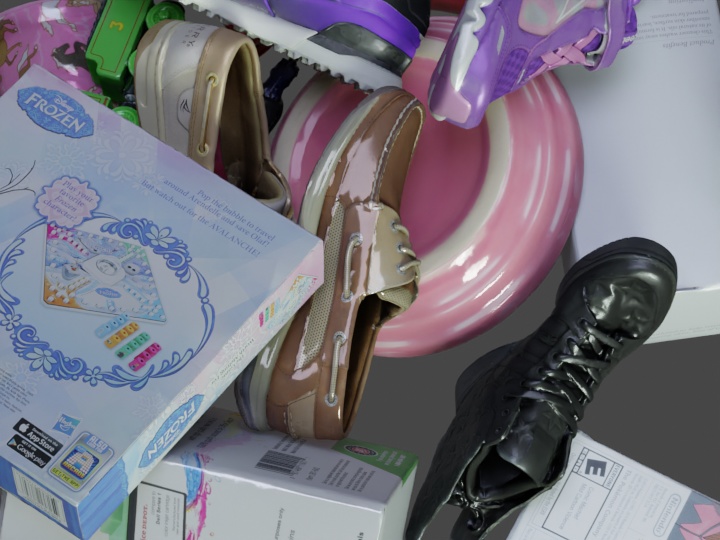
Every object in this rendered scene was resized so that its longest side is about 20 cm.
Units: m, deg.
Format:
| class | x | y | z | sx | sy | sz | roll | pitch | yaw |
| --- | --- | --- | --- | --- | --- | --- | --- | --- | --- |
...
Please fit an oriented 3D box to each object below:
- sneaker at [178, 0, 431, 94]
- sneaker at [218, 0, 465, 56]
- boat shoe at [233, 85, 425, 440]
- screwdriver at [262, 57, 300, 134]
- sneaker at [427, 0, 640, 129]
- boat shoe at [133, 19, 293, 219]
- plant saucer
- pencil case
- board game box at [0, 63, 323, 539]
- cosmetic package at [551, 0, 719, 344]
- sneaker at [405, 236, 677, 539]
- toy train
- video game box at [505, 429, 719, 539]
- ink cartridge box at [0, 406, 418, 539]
| class | x | y | z | sx | sy | sz | roll | pitch | yaw |
| --- | --- | --- | --- | --- | --- | --- | --- | --- | --- |
| sneaker | -0.048 | -0.178 | 1.525 | 0.199 | 0.070 | 0.100 | 27 | 93 | -6 |
| sneaker | -0.018 | -0.169 | 1.622 | 0.116 | 0.199 | 0.078 | -55 | 31 | 18 |
| boat shoe | 0.000 | 0.000 | 1.484 | 0.071 | 0.076 | 0.201 | 18 | 83 | 19 |
| screwdriver | -0.028 | -0.131 | 1.584 | 0.200 | 0.029 | 0.028 | -49 | 52 | 20 |
| sneaker | 0.105 | -0.139 | 1.512 | 0.088 | 0.081 | 0.200 | 33 | 45 | 3 |
| boat shoe | -0.074 | -0.040 | 1.526 | 0.069 | 0.201 | 0.074 | 3 | 26 | 32 |
| plant saucer | 0.026 | -0.054 | 1.555 | 0.199 | 0.051 | 0.202 | -9 | 70 | 24 |
| pencil case | -0.166 | -0.058 | 1.586 | 0.086 | 0.083 | 0.201 | -7 | 68 | -8 |
| board game box | -0.156 | 0.012 | 1.422 | 0.199 | 0.043 | 0.199 | 32 | 61 | 21 |
| cosmetic package | 0.163 | -0.063 | 1.583 | 0.112 | 0.081 | 0.201 | -6 | 69 | -1 |
| sneaker | 0.099 | 0.075 | 1.492 | 0.060 | 0.200 | 0.105 | 33 | 36 | -21 |
| toy train | -0.148 | -0.070 | 1.527 | 0.056 | 0.042 | 0.201 | 15 | 65 | 11 |
| video game box | 0.147 | 0.211 | 1.487 | 0.181 | 0.047 | 0.201 | 25 | 70 | 14 |
| ink cartridge box | -0.080 | 0.127 | 1.465 | 0.199 | 0.145 | 0.085 | 12 | 98 | 7 |
